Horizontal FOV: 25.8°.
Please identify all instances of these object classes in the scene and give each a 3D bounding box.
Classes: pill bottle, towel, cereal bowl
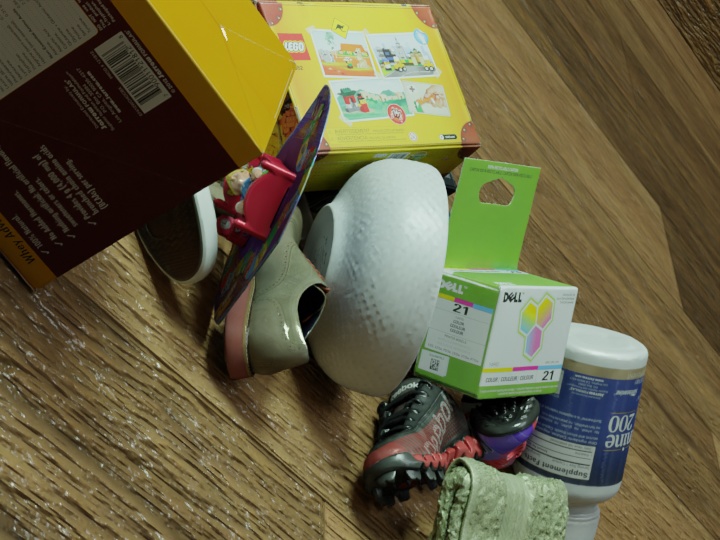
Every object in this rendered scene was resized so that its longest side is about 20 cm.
[{"bbox_3d":[0.213,0.162,1.555,0.111,0.110,0.203,-21,123,-67],"label":"pill bottle"},{"bbox_3d":[0.109,0.262,1.285,0.147,0.036,0.203,17,80,-40],"label":"towel"},{"bbox_3d":[0.000,0.000,1.321,0.082,0.201,0.202,13,44,-17],"label":"cereal bowl"}]

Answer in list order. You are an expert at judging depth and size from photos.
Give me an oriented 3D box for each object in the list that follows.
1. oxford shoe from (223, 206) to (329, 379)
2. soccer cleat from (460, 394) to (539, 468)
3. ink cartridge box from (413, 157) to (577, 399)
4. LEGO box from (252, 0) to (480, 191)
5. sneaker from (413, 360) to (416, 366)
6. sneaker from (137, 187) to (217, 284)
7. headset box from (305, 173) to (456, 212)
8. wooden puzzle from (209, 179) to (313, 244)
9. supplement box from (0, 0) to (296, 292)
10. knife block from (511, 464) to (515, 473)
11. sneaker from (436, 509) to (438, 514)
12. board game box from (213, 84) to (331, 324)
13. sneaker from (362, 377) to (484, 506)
[{"bbox_3d":[-0.059,0.014,1.269,0.201,0.074,0.071,-82,167,-47],"label":"oxford shoe"},{"bbox_3d":[0.135,0.156,1.492,0.200,0.067,0.074,-164,-117,-86],"label":"soccer cleat"},{"bbox_3d":[0.135,0.008,1.433,0.147,0.075,0.203,1,103,-54],"label":"ink cartridge box"},{"bbox_3d":[-0.009,-0.155,1.394,0.198,0.077,0.151,-5,68,-37],"label":"LEGO box"},{"bbox_3d":[0.073,0.051,1.522,0.199,0.080,0.075,18,47,-58],"label":"sneaker"},{"bbox_3d":[-0.137,-0.082,1.221,0.084,0.073,0.202,7,58,-51],"label":"sneaker"},{"bbox_3d":[-0.010,-0.146,1.542,0.199,0.092,0.176,6,60,-63],"label":"headset box"},{"bbox_3d":[-0.115,-0.125,1.369,0.199,0.037,0.187,17,50,-59],"label":"wooden puzzle"},{"bbox_3d":[-0.184,-0.134,1.027,0.198,0.199,0.133,52,25,-22],"label":"supplement box"},{"bbox_3d":[0.155,0.108,1.676,0.064,0.174,0.202,8,102,-61],"label":"knife block"},{"bbox_3d":[0.104,0.261,1.384,0.200,0.074,0.106,54,47,-61],"label":"sneaker"},{"bbox_3d":[-0.085,-0.056,1.200,0.039,0.200,0.159,24,50,-13],"label":"board game box"},{"bbox_3d":[0.043,0.146,1.370,0.099,0.070,0.200,66,21,8],"label":"sneaker"}]
